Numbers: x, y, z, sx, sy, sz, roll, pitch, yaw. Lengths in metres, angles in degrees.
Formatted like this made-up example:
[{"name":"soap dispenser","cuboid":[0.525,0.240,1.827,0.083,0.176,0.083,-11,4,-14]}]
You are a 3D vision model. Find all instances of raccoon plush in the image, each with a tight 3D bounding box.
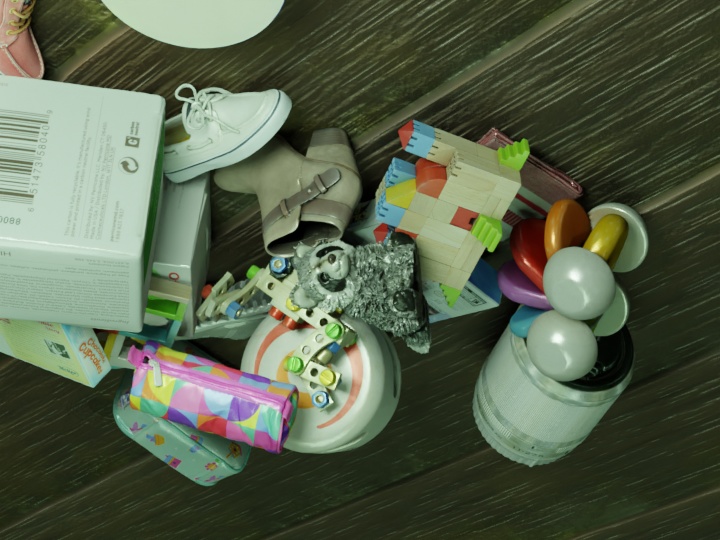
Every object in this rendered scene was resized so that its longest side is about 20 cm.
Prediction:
[{"name":"raccoon plush","cuboid":[0.000,0.041,1.603,0.132,0.098,0.201,-4,135,8]}]

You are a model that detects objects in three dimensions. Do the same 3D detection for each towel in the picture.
[{"name":"towel","cuboid":[0.135,-0.081,1.716,0.143,0.023,0.199,29,139,-30]}]

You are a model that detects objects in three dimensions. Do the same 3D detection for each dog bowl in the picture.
[{"name":"dog bowl","cuboid":[-0.159,-0.308,1.419,0.197,0.080,0.201,4,143,3]}]

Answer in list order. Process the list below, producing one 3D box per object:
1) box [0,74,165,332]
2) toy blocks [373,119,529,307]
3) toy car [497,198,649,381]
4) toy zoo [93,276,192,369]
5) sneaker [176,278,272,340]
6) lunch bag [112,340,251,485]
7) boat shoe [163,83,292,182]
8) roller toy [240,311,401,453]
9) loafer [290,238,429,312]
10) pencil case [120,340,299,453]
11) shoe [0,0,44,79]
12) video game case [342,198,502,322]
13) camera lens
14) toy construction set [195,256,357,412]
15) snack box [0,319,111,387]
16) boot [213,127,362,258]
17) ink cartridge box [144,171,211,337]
[{"name":"box","cuboid":[-0.310,-0.067,1.564,0.197,0.201,0.172,7,150,-6]},{"name":"toy blocks","cuboid":[0.078,-0.070,1.612,0.135,0.101,0.201,18,124,-13]},{"name":"toy car","cuboid":[0.227,0.012,1.695,0.148,0.175,0.202,23,126,19]},{"name":"toy zoo","cuboid":[-0.275,0.062,1.723,0.129,0.021,0.201,15,144,-12]},{"name":"sneaker","cuboid":[-0.179,0.066,1.909,0.197,0.075,0.082,-7,139,17]},{"name":"lunch bag","cuboid":[-0.227,0.181,2.003,0.077,0.162,0.199,-32,123,34]},{"name":"boat shoe","cuboid":[-0.167,-0.163,1.623,0.200,0.075,0.086,-17,134,42]},{"name":"roller toy","cuboid":[-0.046,0.133,1.839,0.181,0.202,0.140,31,-179,16]},{"name":"loafer","cuboid":[0.000,0.000,1.723,0.199,0.063,0.072,31,116,-32]},{"name":"pencil case","cuboid":[-0.169,0.143,1.705,0.197,0.089,0.089,16,143,2]},{"name":"shoe","cuboid":[-0.357,-0.261,1.516,0.090,0.072,0.201,-6,137,25]},{"name":"video game case","cuboid":[0.040,-0.007,1.782,0.180,0.046,0.199,-17,138,43]},{"name":"camera lens","cuboid":[0.236,0.129,1.856,0.158,0.162,0.201,14,143,-9]},{"name":"toy construction set","cuboid":[-0.087,0.058,1.745,0.199,0.132,0.092,33,-178,5]},{"name":"snack box","cuboid":[-0.382,0.057,1.713,0.198,0.037,0.117,16,141,34]},{"name":"boot","cuboid":[-0.087,-0.078,1.649,0.198,0.148,0.070,-17,137,28]},{"name":"ink cartridge box","cuboid":[-0.279,-0.031,1.740,0.197,0.148,0.148,6,143,0]}]
